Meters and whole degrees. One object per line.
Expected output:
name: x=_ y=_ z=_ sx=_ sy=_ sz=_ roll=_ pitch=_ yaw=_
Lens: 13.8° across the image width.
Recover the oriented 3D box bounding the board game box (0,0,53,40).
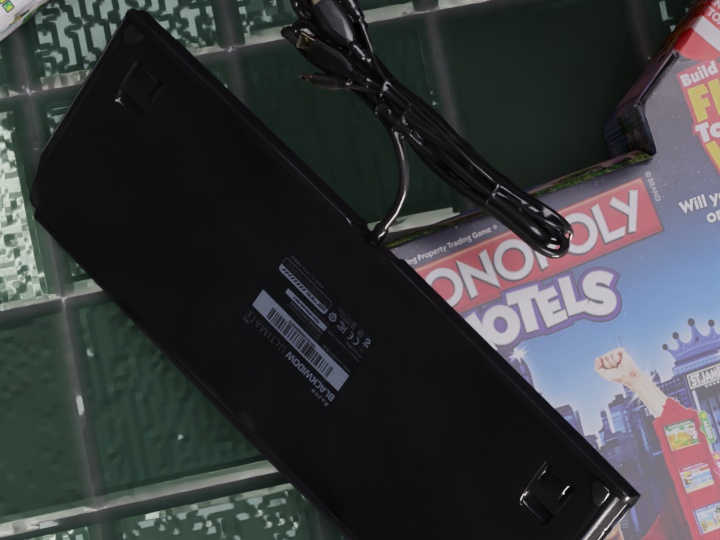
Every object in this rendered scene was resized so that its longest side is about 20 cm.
board game box: x=-0.137 y=-0.121 z=0.852 sx=0.200 sy=0.035 sz=0.127 roll=-38 pitch=93 yaw=-9

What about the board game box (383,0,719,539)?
board game box: x=0.100 y=0.014 z=0.874 sx=0.199 sy=0.062 sz=0.201 roll=-18 pitch=88 yaw=-7

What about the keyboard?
keyboard: x=0.000 y=0.000 z=0.822 sx=0.200 sy=0.021 sz=0.127 roll=44 pitch=121 yaw=14
